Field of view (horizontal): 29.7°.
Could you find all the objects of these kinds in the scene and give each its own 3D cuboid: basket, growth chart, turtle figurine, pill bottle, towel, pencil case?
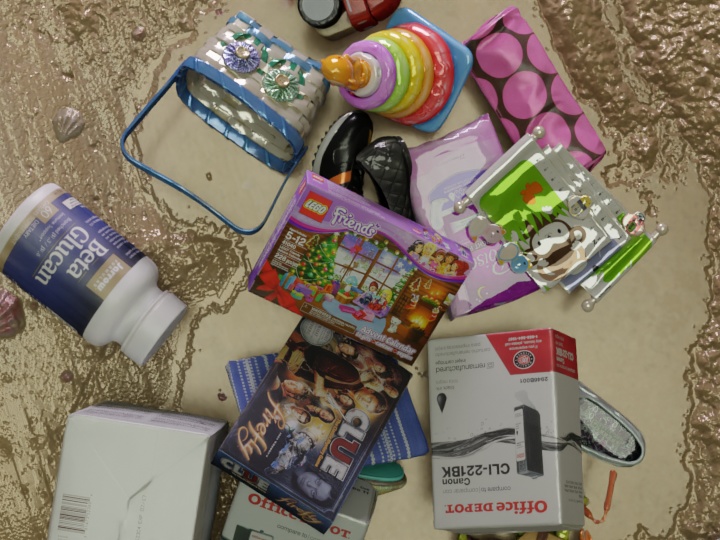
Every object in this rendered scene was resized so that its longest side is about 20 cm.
[{"bbox_3d":[-0.136,-0.160,1.447,0.175,0.139,0.201,32,79,-1],"label":"basket"},{"bbox_3d":[0.207,-0.050,1.430,0.199,0.018,0.145,38,94,-10],"label":"growth chart"},{"bbox_3d":[0.191,0.289,1.479,0.160,0.064,0.202,19,99,8],"label":"turtle figurine"},{"bbox_3d":[-0.287,0.009,1.455,0.199,0.111,0.111,38,88,0],"label":"pill bottle"},{"bbox_3d":[-0.034,0.146,1.437,0.198,0.024,0.146,-7,60,-25],"label":"towel"},{"bbox_3d":[0.183,-0.181,1.481,0.093,0.091,0.201,-32,87,6],"label":"pencil case"}]

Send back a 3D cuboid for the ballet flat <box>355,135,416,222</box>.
[{"bbox_3d":[0.029,-0.055,1.449,0.056,0.067,0.202,-19,127,-15],"label":"ballet flat"}]

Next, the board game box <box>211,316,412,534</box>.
[{"bbox_3d":[-0.046,0.150,1.393,0.135,0.035,0.201,31,53,0],"label":"board game box"}]

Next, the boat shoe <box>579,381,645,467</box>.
[{"bbox_3d":[0.226,0.148,1.478,0.200,0.072,0.070,32,89,2],"label":"boat shoe"}]

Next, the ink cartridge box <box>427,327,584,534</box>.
[{"bbox_3d":[0.151,0.171,1.419,0.143,0.084,0.203,-8,77,26],"label":"ink cartridge box"}]

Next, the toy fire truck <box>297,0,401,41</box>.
[{"bbox_3d":[0.015,-0.363,1.477,0.198,0.129,0.178,-20,89,9],"label":"toy fire truck"}]

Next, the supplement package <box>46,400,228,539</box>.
[{"bbox_3d":[-0.229,0.244,1.406,0.145,0.200,0.194,9,88,0],"label":"supplement package"}]

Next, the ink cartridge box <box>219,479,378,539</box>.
[{"bbox_3d":[-0.081,0.306,1.435,0.145,0.083,0.202,19,108,1],"label":"ink cartridge box"}]

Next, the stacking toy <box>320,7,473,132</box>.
[{"bbox_3d":[0.019,-0.204,1.410,0.116,0.199,0.110,37,114,20],"label":"stacking toy"}]

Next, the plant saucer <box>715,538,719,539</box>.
[{"bbox_3d":[0.419,0.388,1.492,0.198,0.039,0.204,0,90,-1],"label":"plant saucer"}]

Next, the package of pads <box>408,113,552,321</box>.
[{"bbox_3d":[0.119,-0.056,1.481,0.119,0.076,0.202,-21,89,1],"label":"package of pads"}]

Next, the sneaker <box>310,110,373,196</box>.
[{"bbox_3d":[-0.015,-0.069,1.468,0.089,0.070,0.202,26,94,28],"label":"sneaker"}]

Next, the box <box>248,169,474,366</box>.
[{"bbox_3d":[0.000,0.000,1.412,0.198,0.039,0.138,25,112,-15],"label":"box"}]

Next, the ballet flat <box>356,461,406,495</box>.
[{"bbox_3d":[-0.050,0.219,1.482,0.198,0.071,0.072,15,88,-1],"label":"ballet flat"}]
